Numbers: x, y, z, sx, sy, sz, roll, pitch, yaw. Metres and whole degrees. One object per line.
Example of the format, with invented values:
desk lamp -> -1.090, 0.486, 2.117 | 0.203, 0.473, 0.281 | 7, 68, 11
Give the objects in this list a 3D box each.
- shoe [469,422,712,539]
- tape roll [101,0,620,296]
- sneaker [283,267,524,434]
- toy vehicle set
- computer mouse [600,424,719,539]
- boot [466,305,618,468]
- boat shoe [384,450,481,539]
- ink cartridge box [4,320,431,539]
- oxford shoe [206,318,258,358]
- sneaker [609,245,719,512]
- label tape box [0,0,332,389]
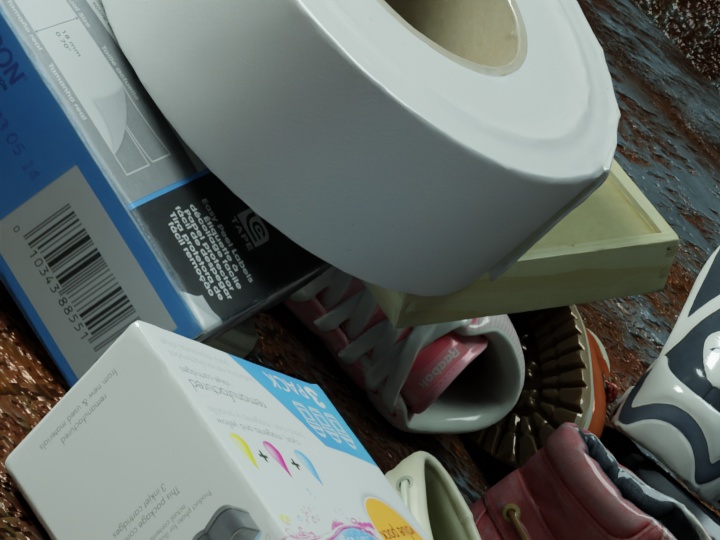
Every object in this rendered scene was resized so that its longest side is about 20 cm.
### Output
shoe -> 0.115, 0.154, 1.104 | 0.200, 0.091, 0.071 | 47, 14, 8
tape roll -> 0.001, -0.090, 1.064 | 0.202, 0.071, 0.203 | 35, 30, -23
sneaker -> 0.000, 0.000, 1.250 | 0.200, 0.075, 0.105 | 41, 8, -36
toy vehicle set -> 0.027, -0.056, 1.182 | 0.123, 0.027, 0.200 | -6, 41, -28
computer mouse -> 0.151, 0.135, 1.371 | 0.138, 0.053, 0.200 | 41, 2, 5
boot -> 0.091, 0.052, 1.391 | 0.107, 0.075, 0.200 | 44, 11, -25
boat shoe -> 0.044, 0.148, 0.971 | 0.071, 0.063, 0.200 | 32, 20, -50
ink cartridge box -> -0.009, 0.117, 0.888 | 0.200, 0.068, 0.115 | 53, 15, 28
oxford shoe -> -0.093, -0.046, 1.152 | 0.075, 0.058, 0.200 | 29, 22, -54
sneaker -> 0.183, 0.042, 1.393 | 0.079, 0.130, 0.199 | 41, 2, 15
label tape box -> -0.071, -0.049, 1.068 | 0.145, 0.063, 0.200 | 57, 28, 1
